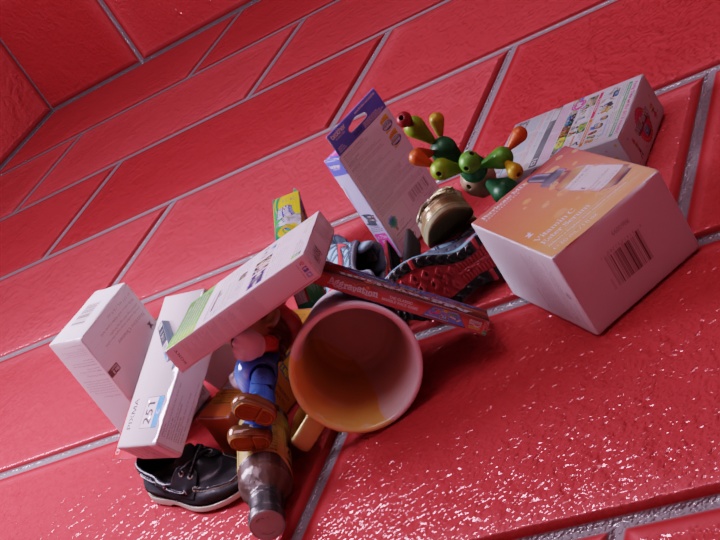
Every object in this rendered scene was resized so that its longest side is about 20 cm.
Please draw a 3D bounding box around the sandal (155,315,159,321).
[{"bbox_3d":[-0.230,0.088,1.989,0.198,0.082,0.055,-19,48,20],"label":"sandal"}]

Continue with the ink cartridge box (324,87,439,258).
[{"bbox_3d":[0.029,-0.132,1.859,0.042,0.201,0.120,-4,36,50],"label":"ink cartridge box"}]

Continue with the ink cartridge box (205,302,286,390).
[{"bbox_3d":[-0.154,0.069,1.802,0.118,0.067,0.200,-61,-4,16],"label":"ink cartridge box"}]

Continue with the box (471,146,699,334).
[{"bbox_3d":[0.241,-0.038,1.496,0.152,0.107,0.200,-39,23,-10],"label":"box"}]

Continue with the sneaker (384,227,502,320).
[{"bbox_3d":[0.115,-0.001,1.665,0.198,0.080,0.096,-24,6,2],"label":"sneaker"}]

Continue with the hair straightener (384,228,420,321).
[{"bbox_3d":[0.069,0.003,1.746,0.076,0.041,0.201,-29,23,16],"label":"hair straightener"}]

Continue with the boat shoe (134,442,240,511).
[{"bbox_3d":[-0.202,0.237,1.635,0.198,0.066,0.075,-6,36,51],"label":"boat shoe"}]

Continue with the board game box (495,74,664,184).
[{"bbox_3d":[0.273,-0.157,1.743,0.198,0.065,0.148,-19,28,38],"label":"board game box"}]

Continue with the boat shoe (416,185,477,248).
[{"bbox_3d":[0.102,-0.075,1.715,0.073,0.063,0.200,-39,-8,11],"label":"boat shoe"}]

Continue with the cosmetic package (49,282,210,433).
[{"bbox_3d":[-0.303,0.132,1.815,0.081,0.201,0.113,-13,33,44],"label":"cosmetic package"}]

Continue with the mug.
[{"bbox_3d":[-0.023,0.096,1.571,0.185,0.151,0.153,-26,15,5],"label":"mug"}]

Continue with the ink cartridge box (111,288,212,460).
[{"bbox_3d":[-0.251,0.131,1.687,0.175,0.044,0.203,-13,55,51],"label":"ink cartridge box"}]

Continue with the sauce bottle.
[{"bbox_3d":[-0.107,0.224,1.529,0.064,0.065,0.201,-30,27,12],"label":"sauce bottle"}]

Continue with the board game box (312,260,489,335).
[{"bbox_3d":[0.047,0.029,1.533,0.103,0.197,0.020,-61,-12,-83],"label":"board game box"}]

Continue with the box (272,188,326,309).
[{"bbox_3d":[-0.086,-0.031,1.929,0.048,0.119,0.201,-17,23,5],"label":"box"}]

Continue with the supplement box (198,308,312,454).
[{"bbox_3d":[-0.112,0.136,1.710,0.068,0.067,0.201,-10,34,46],"label":"supplement box"}]

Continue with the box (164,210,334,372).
[{"bbox_3d":[-0.121,0.022,1.526,0.199,0.037,0.145,-33,14,17],"label":"box"}]

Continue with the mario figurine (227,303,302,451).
[{"bbox_3d":[-0.132,0.106,1.558,0.123,0.106,0.201,-37,30,28],"label":"mario figurine"}]

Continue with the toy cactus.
[{"bbox_3d":[0.139,-0.129,1.654,0.103,0.198,0.165,-66,-14,-3],"label":"toy cactus"}]

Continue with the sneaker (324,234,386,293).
[{"bbox_3d":[0.000,0.000,1.766,0.096,0.079,0.201,-51,27,17],"label":"sneaker"}]
